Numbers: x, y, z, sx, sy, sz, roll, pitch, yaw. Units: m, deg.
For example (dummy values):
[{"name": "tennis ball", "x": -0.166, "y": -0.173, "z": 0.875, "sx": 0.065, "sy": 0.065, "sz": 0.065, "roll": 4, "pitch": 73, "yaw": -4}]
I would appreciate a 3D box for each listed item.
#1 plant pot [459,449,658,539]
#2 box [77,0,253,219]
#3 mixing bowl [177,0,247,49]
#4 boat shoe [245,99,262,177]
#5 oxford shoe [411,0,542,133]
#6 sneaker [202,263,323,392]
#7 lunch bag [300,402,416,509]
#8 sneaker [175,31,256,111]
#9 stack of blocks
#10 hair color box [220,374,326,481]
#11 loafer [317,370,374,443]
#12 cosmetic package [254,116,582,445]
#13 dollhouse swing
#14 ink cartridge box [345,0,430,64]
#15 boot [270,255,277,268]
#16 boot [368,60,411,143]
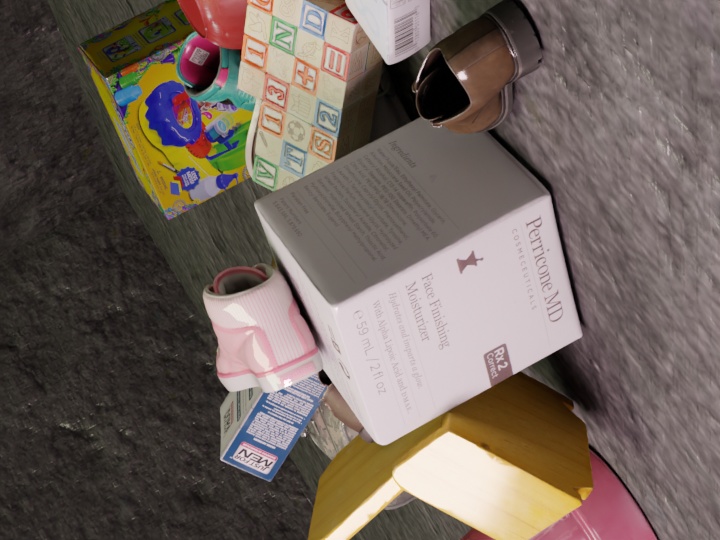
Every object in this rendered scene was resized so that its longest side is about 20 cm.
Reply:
[{"name": "plant pot", "x": 0.172, "y": 0.287, "z": 1.697, "sx": 0.201, "sy": 0.178, "sz": 0.200, "roll": 58, "pitch": 168, "yaw": 20}, {"name": "box", "x": -0.196, "y": -0.205, "z": 2.153, "sx": 0.122, "sy": 0.192, "sz": 0.201, "roll": 46, "pitch": 162, "yaw": 55}, {"name": "mixing bowl", "x": -0.131, "y": -0.301, "z": 1.847, "sx": 0.201, "sy": 0.108, "sz": 0.200, "roll": 57, "pitch": 168, "yaw": 20}, {"name": "boat shoe", "x": -0.072, "y": -0.158, "z": 1.841, "sx": 0.059, "sy": 0.072, "sz": 0.201, "roll": 23, "pitch": 136, "yaw": 13}, {"name": "oxford shoe", "x": 0.071, "y": -0.141, "z": 1.366, "sx": 0.073, "sy": 0.084, "sz": 0.200, "roll": 58, "pitch": 170, "yaw": 9}, {"name": "sneaker", "x": -0.091, "y": 0.044, "z": 1.539, "sx": 0.105, "sy": 0.075, "sz": 0.200, "roll": 64, "pitch": 166, "yaw": -5}, {"name": "lunch bag", "x": 0.045, "y": 0.129, "z": 1.856, "sx": 0.168, "sy": 0.199, "sz": 0.140, "roll": 29, "pitch": 146, "yaw": 61}, {"name": "sneaker", "x": -0.139, "y": -0.218, "z": 1.971, "sx": 0.120, "sy": 0.084, "sz": 0.200, "roll": 20, "pitch": -171, "yaw": -15}, {"name": "stack of blocks", "x": -0.047, "y": -0.163, "z": 1.631, "sx": 0.115, "sy": 0.059, "sz": 0.201, "roll": 28, "pitch": 129, "yaw": 24}, {"name": "hair color box", "x": -0.067, "y": 0.097, "z": 1.802, "sx": 0.060, "sy": 0.201, "sz": 0.100, "roll": 26, "pitch": -158, "yaw": -16}, {"name": "loafer", "x": 0.002, "y": 0.081, "z": 1.632, "sx": 0.071, "sy": 0.073, "sz": 0.200, "roll": 31, "pitch": -166, "yaw": -7}, {"name": "cosmetic package", "x": 0.048, "y": 0.000, "z": 1.502, "sx": 0.165, "sy": 0.199, "sz": 0.165, "roll": 52, "pitch": 165, "yaw": 47}, {"name": "dollhouse swing", "x": 0.077, "y": 0.185, "z": 1.585, "sx": 0.181, "sy": 0.176, "sz": 0.200, "roll": 29, "pitch": -161, "yaw": -7}, {"name": "ink cartridge box", "x": -0.012, "y": -0.288, "z": 1.480, "sx": 0.200, "sy": 0.047, "sz": 0.160, "roll": 55, "pitch": 168, "yaw": 24}, {"name": "boot", "x": 0.000, "y": 0.000, "z": 1.645, "sx": 0.154, "sy": 0.073, "sz": 0.200, "roll": 15, "pitch": 173, "yaw": 5}, {"name": "boot", "x": -0.005, "y": -0.176, "z": 1.667, "sx": 0.200, "sy": 0.073, "sz": 0.096, "roll": 53, "pitch": 160, "yaw": 13}]
